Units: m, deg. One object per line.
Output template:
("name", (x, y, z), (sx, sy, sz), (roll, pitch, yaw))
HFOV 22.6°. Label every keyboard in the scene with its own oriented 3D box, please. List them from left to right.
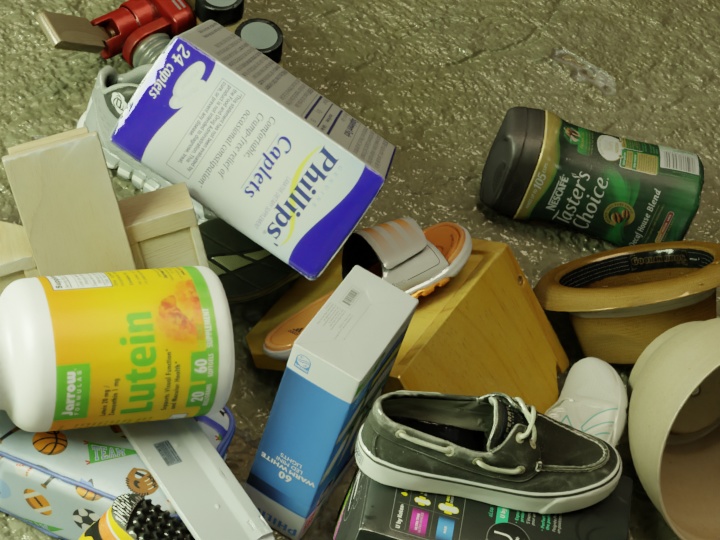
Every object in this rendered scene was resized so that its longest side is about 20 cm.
("keyboard", (-0.137, 0.134, 1.336), (0.056, 0.011, 0.200), (-18, 55, -32))

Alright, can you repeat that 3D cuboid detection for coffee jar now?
("coffee jar", (0.217, -0.084, 1.709), (0.199, 0.105, 0.085), (15, 41, -5))

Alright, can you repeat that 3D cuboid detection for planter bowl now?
("planter bowl", (0.304, 0.120, 1.500), (0.199, 0.201, 0.135), (-1, 22, -21))

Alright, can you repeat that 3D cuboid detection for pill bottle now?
("pill bottle", (-0.201, 0.058, 1.301), (0.199, 0.111, 0.111), (-4, 49, -21))

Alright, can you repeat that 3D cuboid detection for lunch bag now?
("lunch bag", (-0.204, 0.127, 1.373), (0.199, 0.076, 0.160), (25, 42, 3))

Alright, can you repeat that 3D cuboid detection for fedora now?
("fedora", (0.252, 0.032, 1.600), (0.200, 0.082, 0.201), (-10, 13, 2))

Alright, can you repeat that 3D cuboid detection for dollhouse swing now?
("dollhouse swing", (0.036, 0.084, 1.530), (0.200, 0.175, 0.182), (-49, 117, -45))

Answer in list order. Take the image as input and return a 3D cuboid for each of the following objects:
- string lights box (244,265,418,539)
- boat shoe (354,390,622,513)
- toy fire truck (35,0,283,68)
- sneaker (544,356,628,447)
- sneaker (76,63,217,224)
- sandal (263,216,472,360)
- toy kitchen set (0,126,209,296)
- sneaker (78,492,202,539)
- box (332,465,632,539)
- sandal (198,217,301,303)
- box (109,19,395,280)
("string lights box", (-0.027, 0.103, 1.368), (0.059, 0.200, 0.103), (29, 45, 10))
("boat shoe", (0.098, 0.124, 1.277), (0.199, 0.064, 0.071), (6, 43, -15))
("toy fire truck", (-0.191, -0.204, 1.674), (0.200, 0.129, 0.176), (-28, 62, -25))
("sneaker", (0.167, 0.141, 1.481), (0.080, 0.070, 0.201), (29, 46, -12))
("sneaker", (-0.160, -0.116, 1.590), (0.200, 0.116, 0.075), (29, 43, 9))
("sandal", (0.004, 0.002, 1.471), (0.206, 0.059, 0.079), (-32, 28, -23))
("toy kitchen set", (-0.240, -0.065, 1.397), (0.199, 0.164, 0.181), (-16, 35, -7))
("sneaker", (-0.126, 0.251, 1.292), (0.200, 0.090, 0.070), (43, 18, -11))
("box", (0.083, 0.214, 1.338), (0.199, 0.149, 0.125), (16, 44, -4))
("sandal", (-0.083, -0.012, 1.563), (0.201, 0.057, 0.080), (-20, 68, -42))
("box", (-0.082, -0.102, 1.466), (0.200, 0.105, 0.184), (34, 12, -3))
